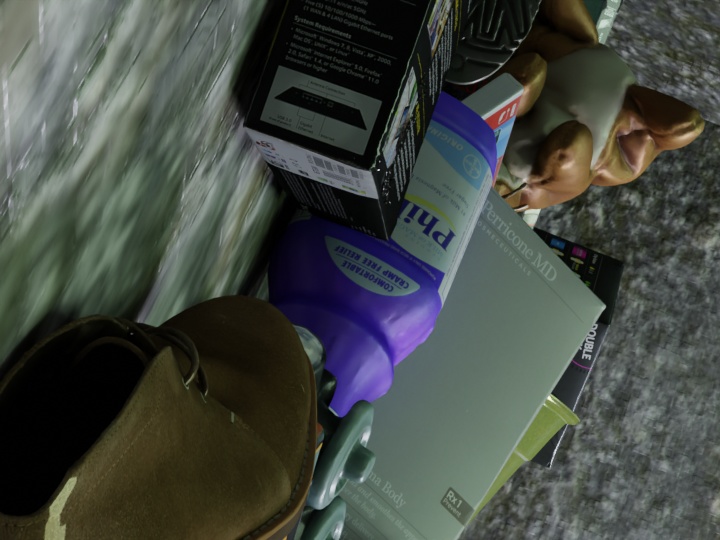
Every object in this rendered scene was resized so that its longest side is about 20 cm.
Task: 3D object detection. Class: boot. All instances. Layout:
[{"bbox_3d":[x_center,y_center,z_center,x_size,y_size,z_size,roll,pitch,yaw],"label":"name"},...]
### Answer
[{"bbox_3d":[0.087,-0.200,1.088,0.200,0.072,0.183,-131,-116,-88],"label":"boot"},{"bbox_3d":[-0.054,0.041,0.461,0.200,0.073,0.076,-55,156,-63],"label":"boot"}]

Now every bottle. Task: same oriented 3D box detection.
[{"bbox_3d":[0.000,0.000,0.777,0.201,0.083,0.065,-65,-175,-36],"label":"bottle"}]

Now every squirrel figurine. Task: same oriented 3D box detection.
[{"bbox_3d":[0.099,-0.072,1.153,0.187,0.142,0.200,-43,-178,-17],"label":"squirrel figurine"}]

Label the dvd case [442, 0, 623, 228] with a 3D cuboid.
[{"bbox_3d":[0.115,-0.137,1.307,0.022,0.146,0.202,10,105,-40],"label":"dvd case"}]

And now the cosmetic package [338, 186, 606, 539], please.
[{"bbox_3d":[0.026,0.062,0.868,0.201,0.107,0.090,-55,-157,-16],"label":"cosmetic package"}]

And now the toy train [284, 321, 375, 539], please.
[{"bbox_3d":[-0.059,0.115,0.659,0.114,0.085,0.201,-48,160,-51],"label":"toy train"}]

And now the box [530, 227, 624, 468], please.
[{"bbox_3d":[0.099,0.042,1.394,0.124,0.198,0.150,-60,171,-61],"label":"box"}]

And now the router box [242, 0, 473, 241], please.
[{"bbox_3d":[0.011,-0.099,0.651,0.200,0.051,0.151,68,41,-84],"label":"router box"}]

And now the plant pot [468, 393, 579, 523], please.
[{"bbox_3d":[0.027,0.132,1.235,0.191,0.199,0.200,-56,175,-3],"label":"plant pot"}]

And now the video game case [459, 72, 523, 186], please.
[{"bbox_3d":[0.024,-0.015,0.989,0.143,0.017,0.201,-35,157,-28],"label":"video game case"}]
